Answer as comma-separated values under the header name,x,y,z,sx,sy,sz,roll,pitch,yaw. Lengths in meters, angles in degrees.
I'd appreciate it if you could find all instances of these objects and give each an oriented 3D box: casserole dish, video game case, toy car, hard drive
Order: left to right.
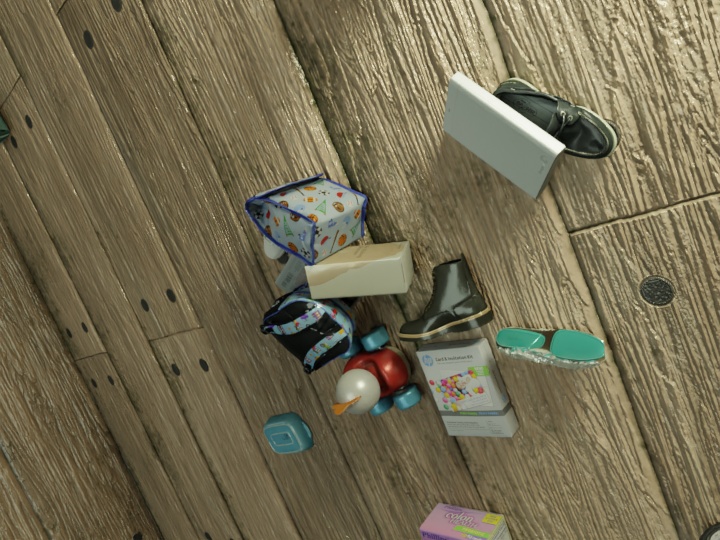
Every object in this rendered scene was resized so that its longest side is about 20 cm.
name,x,y,z,sx,sy,sz,roll,pitch,yaw
casserole dish,-0.218,0.484,1.630,0.200,0.039,0.121,-25,94,44
video game case,-0.088,0.028,1.256,0.182,0.023,0.200,38,138,-1
toy car,-0.003,0.254,1.216,0.177,0.200,0.185,-26,93,45
hard drive,0.216,-0.209,0.874,0.200,0.026,0.132,42,166,17

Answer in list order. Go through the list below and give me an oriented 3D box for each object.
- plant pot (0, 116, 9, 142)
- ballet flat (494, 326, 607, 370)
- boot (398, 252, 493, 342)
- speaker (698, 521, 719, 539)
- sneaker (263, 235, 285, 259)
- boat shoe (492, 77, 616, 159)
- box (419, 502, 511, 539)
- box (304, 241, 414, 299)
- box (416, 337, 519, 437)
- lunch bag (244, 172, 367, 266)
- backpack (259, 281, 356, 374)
name,x,y,z,sx,sy,sz,roll,pitch,yaw
plant pot,-1.419,-0.559,2.043,0.200,0.200,0.196,-27,100,45
ballet flat,0.334,0.138,0.975,0.200,0.072,0.072,6,115,41
boot,0.146,0.056,1.088,0.200,0.077,0.139,-20,93,31
speaker,0.637,0.503,0.877,0.200,0.081,0.081,52,134,7
sneaker,-0.206,-0.101,1.291,0.075,0.088,0.200,38,131,18
boat shoe,0.280,-0.223,0.828,0.199,0.066,0.075,42,131,16
box,0.256,0.655,1.267,0.176,0.097,0.201,-9,104,43
box,0.000,0.000,1.115,0.199,0.095,0.078,-5,111,17
box,0.217,0.241,1.134,0.156,0.041,0.201,-13,101,43
lunch bag,-0.113,-0.123,1.143,0.200,0.170,0.124,29,129,31
backpack,-0.095,0.110,1.216,0.183,0.135,0.200,45,138,-10
